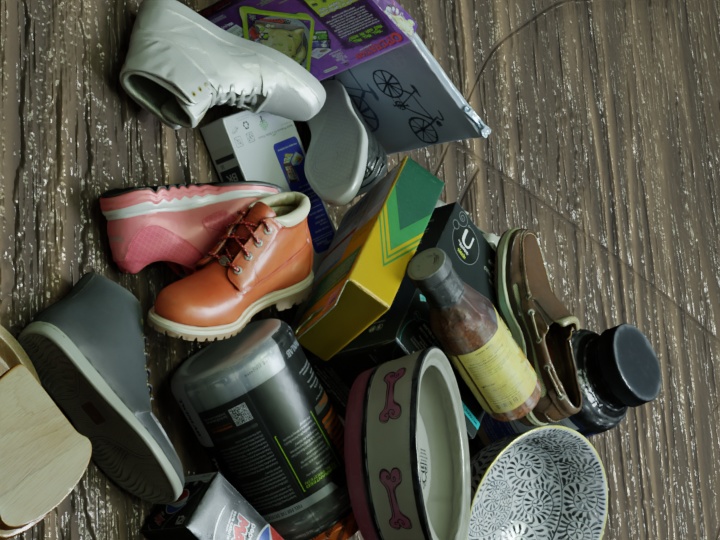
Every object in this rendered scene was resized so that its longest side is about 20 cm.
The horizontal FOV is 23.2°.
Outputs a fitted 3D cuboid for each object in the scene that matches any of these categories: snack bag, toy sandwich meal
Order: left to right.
[{"bbox_3d":[-0.306,0.118,1.382,0.205,0.070,0.206,20,62,-44],"label":"toy sandwich meal"},{"bbox_3d":[0.019,-0.198,1.772,0.189,0.200,0.021,52,59,-22],"label":"snack bag"}]

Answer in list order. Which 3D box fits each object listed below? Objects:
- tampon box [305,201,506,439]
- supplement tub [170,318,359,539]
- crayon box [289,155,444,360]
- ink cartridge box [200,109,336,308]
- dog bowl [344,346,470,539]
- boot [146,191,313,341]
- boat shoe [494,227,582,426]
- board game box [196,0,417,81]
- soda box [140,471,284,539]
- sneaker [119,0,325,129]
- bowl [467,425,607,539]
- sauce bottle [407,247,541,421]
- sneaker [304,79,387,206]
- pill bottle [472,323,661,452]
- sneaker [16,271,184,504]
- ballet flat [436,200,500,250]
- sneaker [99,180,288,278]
[{"bbox_3d":[0.059,0.060,1.775,0.150,0.126,0.200,52,44,-26],"label":"tampon box"},{"bbox_3d":[-0.076,0.156,1.591,0.123,0.122,0.200,-41,108,-48],"label":"supplement tub"},{"bbox_3d":[0.000,0.000,1.666,0.052,0.126,0.200,35,51,-11],"label":"crayon box"},{"bbox_3d":[-0.080,-0.065,1.731,0.099,0.039,0.201,-26,95,-50],"label":"ink cartridge box"},{"bbox_3d":[0.043,0.172,1.600,0.200,0.073,0.201,-6,90,-75],"label":"dog bowl"},{"bbox_3d":[-0.114,-0.007,1.569,0.200,0.075,0.108,-28,135,-48],"label":"boot"},{"bbox_3d":[0.190,0.053,1.775,0.075,0.075,0.203,0,80,-52],"label":"boat shoe"},{"bbox_3d":[-0.058,-0.235,1.691,0.120,0.200,0.032,47,45,-28],"label":"board game box"},{"bbox_3d":[-0.099,0.268,1.562,0.200,0.071,0.063,49,51,-25],"label":"soda box"},{"bbox_3d":[-0.133,-0.166,1.655,0.199,0.074,0.116,25,52,-15],"label":"sneaker"},{"bbox_3d":[0.155,0.249,1.822,0.200,0.094,0.202,-9,105,-37],"label":"bowl"},{"bbox_3d":[0.107,0.060,1.659,0.200,0.066,0.066,57,41,-37],"label":"sauce bottle"},{"bbox_3d":[-0.007,-0.105,1.756,0.099,0.071,0.200,53,14,-33],"label":"sneaker"},{"bbox_3d":[0.214,0.129,1.863,0.112,0.200,0.112,29,49,-39],"label":"pill bottle"},{"bbox_3d":[-0.198,0.099,1.509,0.200,0.075,0.106,56,42,-17],"label":"sneaker"},{"bbox_3d":[0.109,-0.038,1.917,0.200,0.064,0.068,33,53,-37],"label":"ballet flat"},{"bbox_3d":[-0.150,-0.038,1.620,0.200,0.074,0.087,-6,95,-35],"label":"sneaker"}]
